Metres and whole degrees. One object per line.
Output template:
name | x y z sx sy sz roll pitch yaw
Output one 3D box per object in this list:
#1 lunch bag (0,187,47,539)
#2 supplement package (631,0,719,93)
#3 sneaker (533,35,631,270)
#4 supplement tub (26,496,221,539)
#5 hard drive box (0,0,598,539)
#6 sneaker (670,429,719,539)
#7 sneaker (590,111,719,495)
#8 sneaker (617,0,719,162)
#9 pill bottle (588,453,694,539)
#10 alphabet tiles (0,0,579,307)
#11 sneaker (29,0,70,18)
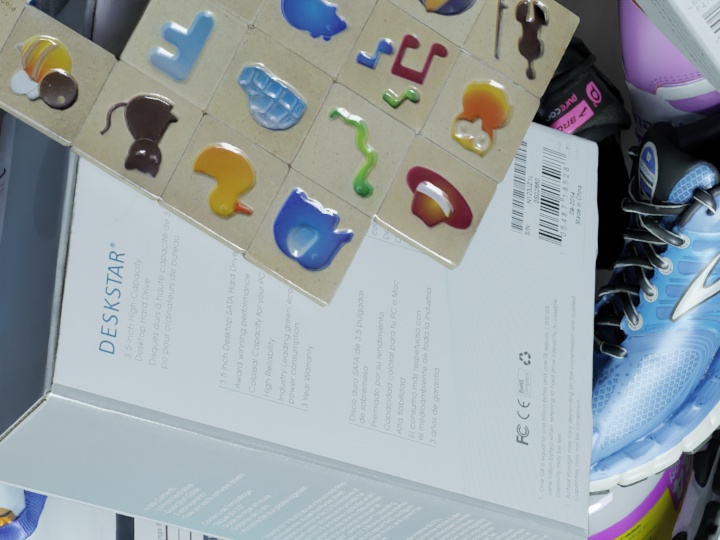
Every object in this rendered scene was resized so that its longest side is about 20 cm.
lunch bag | -0.220 0.021 0.999 0.199 0.124 0.171 -9 129 26
supplement package | 0.118 -0.149 0.944 0.120 0.200 0.121 -39 125 5
sneaker | 0.060 -0.079 1.074 0.077 0.084 0.200 -45 130 -17
supplement tub | -0.083 0.128 1.110 0.199 0.140 0.141 12 113 -25
hard drive box | -0.023 0.009 0.977 0.199 0.157 0.077 18 149 -23
sneaker | 0.170 0.089 1.071 0.090 0.078 0.201 24 92 -11
sneaker | 0.114 -0.007 1.041 0.200 0.079 0.089 -48 124 -2
sneaker | 0.177 -0.106 1.107 0.200 0.073 0.115 -25 129 -25
pill bottle | 0.093 0.108 1.170 0.104 0.105 0.200 -28 142 -3
alphabet tiles | -0.029 -0.093 0.939 0.199 0.008 0.168 32 73 -15
sneaker | -0.068 -0.161 0.988 0.146 0.081 0.201 -2 124 -25
